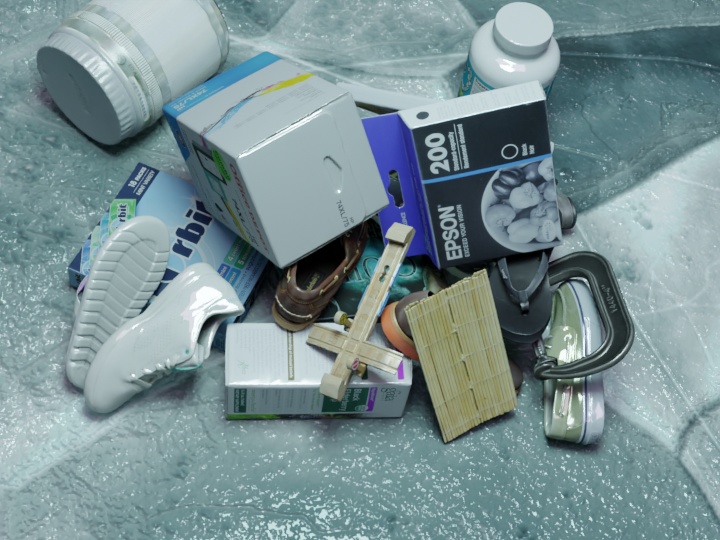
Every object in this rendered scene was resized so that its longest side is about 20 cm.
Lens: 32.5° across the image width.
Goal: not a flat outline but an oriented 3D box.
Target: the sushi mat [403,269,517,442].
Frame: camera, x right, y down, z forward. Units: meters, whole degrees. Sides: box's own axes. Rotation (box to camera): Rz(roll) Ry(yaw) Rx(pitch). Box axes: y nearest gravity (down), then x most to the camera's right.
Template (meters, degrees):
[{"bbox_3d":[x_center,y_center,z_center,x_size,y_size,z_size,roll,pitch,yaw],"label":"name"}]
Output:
[{"bbox_3d":[0.110,0.093,1.313,0.096,0.200,0.012,-23,37,-8],"label":"sushi mat"}]

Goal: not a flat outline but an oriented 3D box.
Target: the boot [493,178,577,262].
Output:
[{"bbox_3d":[0.164,-0.105,1.529,0.132,0.070,0.200,-27,71,-29],"label":"boot"}]

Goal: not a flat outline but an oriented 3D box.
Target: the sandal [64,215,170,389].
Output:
[{"bbox_3d":[-0.277,0.029,1.350,0.050,0.082,0.203,22,87,50],"label":"sandal"}]

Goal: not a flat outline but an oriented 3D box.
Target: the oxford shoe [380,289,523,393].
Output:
[{"bbox_3d":[0.117,0.083,1.348,0.200,0.073,0.071,29,43,-32],"label":"oxford shoe"}]

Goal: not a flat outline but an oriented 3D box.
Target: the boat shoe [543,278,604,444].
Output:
[{"bbox_3d":[0.235,0.098,1.397,0.062,0.072,0.200,5,60,-11],"label":"boat shoe"}]

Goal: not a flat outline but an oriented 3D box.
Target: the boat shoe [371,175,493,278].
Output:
[{"bbox_3d":[0.075,-0.064,1.435,0.200,0.062,0.075,38,42,-12],"label":"boat shoe"}]

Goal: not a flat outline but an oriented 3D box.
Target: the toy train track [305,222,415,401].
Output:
[{"bbox_3d":[0.004,0.039,1.294,0.115,0.033,0.200,17,76,30],"label":"toy train track"}]

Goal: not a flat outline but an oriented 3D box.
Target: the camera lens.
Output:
[{"bbox_3d":[-0.272,-0.269,1.513,0.160,0.160,0.200,37,61,15],"label":"camera lens"}]

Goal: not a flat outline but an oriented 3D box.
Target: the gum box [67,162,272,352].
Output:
[{"bbox_3d":[-0.208,-0.018,1.434,0.200,0.045,0.170,23,58,6],"label":"gum box"}]

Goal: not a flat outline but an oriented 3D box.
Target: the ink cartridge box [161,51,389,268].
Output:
[{"bbox_3d":[-0.094,-0.125,1.348,0.146,0.147,0.200,-31,34,-17],"label":"ink cartridge box"}]

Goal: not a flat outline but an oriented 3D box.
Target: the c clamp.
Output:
[{"bbox_3d":[0.216,0.053,1.392,0.171,0.027,0.200,-26,43,8],"label":"c clamp"}]

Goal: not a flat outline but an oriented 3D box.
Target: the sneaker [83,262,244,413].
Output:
[{"bbox_3d":[-0.209,0.087,1.318,0.200,0.075,0.088,-47,64,-1],"label":"sneaker"}]

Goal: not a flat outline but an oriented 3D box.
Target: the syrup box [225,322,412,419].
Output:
[{"bbox_3d":[-0.048,0.110,1.353,0.200,0.079,0.081,1,57,-6],"label":"syrup box"}]

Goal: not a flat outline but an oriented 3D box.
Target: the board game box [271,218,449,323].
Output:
[{"bbox_3d":[0.000,0.000,1.430,0.200,0.028,0.135,-6,58,-27],"label":"board game box"}]

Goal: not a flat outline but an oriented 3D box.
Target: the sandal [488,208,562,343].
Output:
[{"bbox_3d":[0.183,-0.006,1.397,0.076,0.043,0.200,5,53,11],"label":"sandal"}]

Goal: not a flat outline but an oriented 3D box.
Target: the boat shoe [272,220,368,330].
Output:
[{"bbox_3d":[-0.035,-0.021,1.365,0.070,0.070,0.200,22,47,1],"label":"boat shoe"}]

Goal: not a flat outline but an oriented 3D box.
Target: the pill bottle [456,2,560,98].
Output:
[{"bbox_3d":[0.181,-0.235,1.521,0.111,0.200,0.111,3,58,-5],"label":"pill bottle"}]

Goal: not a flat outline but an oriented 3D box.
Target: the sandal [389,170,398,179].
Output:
[{"bbox_3d":[0.011,-0.118,1.495,0.201,0.080,0.057,-16,21,7],"label":"sandal"}]

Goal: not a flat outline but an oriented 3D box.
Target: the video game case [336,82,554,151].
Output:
[{"bbox_3d":[0.096,-0.176,1.447,0.200,0.182,0.023,20,95,48],"label":"video game case"}]

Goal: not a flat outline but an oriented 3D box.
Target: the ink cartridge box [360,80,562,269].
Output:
[{"bbox_3d":[0.111,-0.094,1.343,0.200,0.198,0.043,-11,38,4],"label":"ink cartridge box"}]
